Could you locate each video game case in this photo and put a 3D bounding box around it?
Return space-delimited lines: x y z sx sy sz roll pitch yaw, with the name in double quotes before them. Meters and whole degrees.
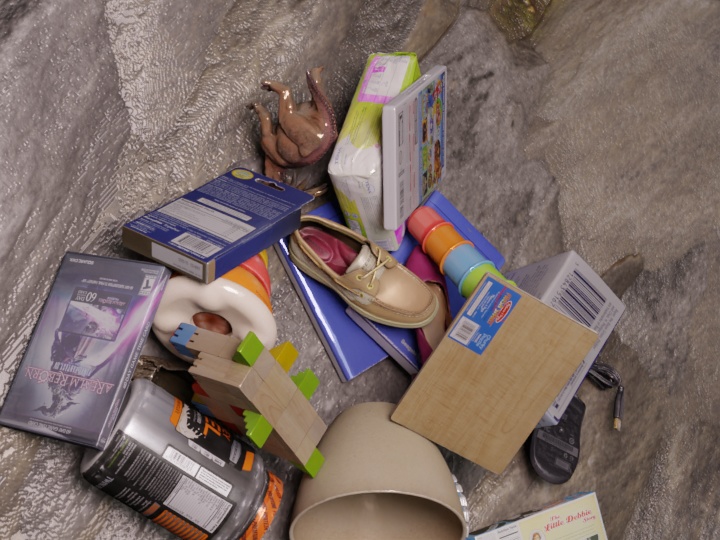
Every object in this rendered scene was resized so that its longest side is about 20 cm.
"video game case" 0.066 -0.149 1.354 0.200 0.018 0.145 -47 140 -59
"video game case" -0.291 0.080 1.204 0.019 0.141 0.203 48 55 -54

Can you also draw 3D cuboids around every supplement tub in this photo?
"supplement tub" -0.189 0.216 1.227 0.199 0.122 0.124 35 66 -17

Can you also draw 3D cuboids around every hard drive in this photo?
"hard drive" -0.013 0.017 1.410 0.131 0.025 0.202 -28 93 -29
"hard drive" 0.085 0.018 1.422 0.132 0.025 0.201 43 63 -13

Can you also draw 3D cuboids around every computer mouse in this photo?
"computer mouse" 0.282 0.201 1.513 0.139 0.046 0.202 23 59 -17

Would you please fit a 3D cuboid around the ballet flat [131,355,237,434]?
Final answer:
"ballet flat" -0.174 0.139 1.292 0.198 0.046 0.068 21 71 -22

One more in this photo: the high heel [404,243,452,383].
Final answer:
"high heel" 0.095 0.060 1.339 0.066 0.096 0.203 1 78 -27

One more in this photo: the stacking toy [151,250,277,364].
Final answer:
"stacking toy" -0.149 -0.001 1.301 0.145 0.146 0.202 31 44 -18

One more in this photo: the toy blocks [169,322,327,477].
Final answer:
"toy blocks" -0.128 0.130 1.216 0.101 0.135 0.201 -57 137 -25

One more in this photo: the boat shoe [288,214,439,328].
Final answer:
"boat shoe" 0.000 0.000 1.322 0.198 0.067 0.075 26 67 13

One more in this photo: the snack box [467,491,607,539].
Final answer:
"snack box" 0.230 0.366 1.455 0.197 0.037 0.118 -12 86 -28

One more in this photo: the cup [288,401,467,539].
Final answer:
"cup" 0.019 0.237 1.305 0.198 0.201 0.145 18 47 -22

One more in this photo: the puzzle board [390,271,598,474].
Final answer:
"puzzle board" 0.145 0.114 1.253 0.149 0.017 0.201 28 108 -14

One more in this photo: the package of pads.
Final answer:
"package of pads" 0.030 -0.146 1.379 0.067 0.155 0.202 6 57 20

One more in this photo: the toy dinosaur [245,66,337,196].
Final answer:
"toy dinosaur" -0.068 -0.150 1.337 0.085 0.200 0.137 -12 70 -36

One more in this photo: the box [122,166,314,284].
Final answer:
"box" -0.151 -0.054 1.260 0.199 0.120 0.033 -36 140 -47

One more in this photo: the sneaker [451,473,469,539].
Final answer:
"sneaker" 0.082 0.333 1.370 0.085 0.075 0.203 0 79 -21

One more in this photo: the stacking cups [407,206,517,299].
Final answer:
"stacking cups" 0.120 0.001 1.317 0.060 0.061 0.200 -22 49 -28

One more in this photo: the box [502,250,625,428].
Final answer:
"box" 0.195 0.094 1.400 0.105 0.199 0.185 43 64 -12
